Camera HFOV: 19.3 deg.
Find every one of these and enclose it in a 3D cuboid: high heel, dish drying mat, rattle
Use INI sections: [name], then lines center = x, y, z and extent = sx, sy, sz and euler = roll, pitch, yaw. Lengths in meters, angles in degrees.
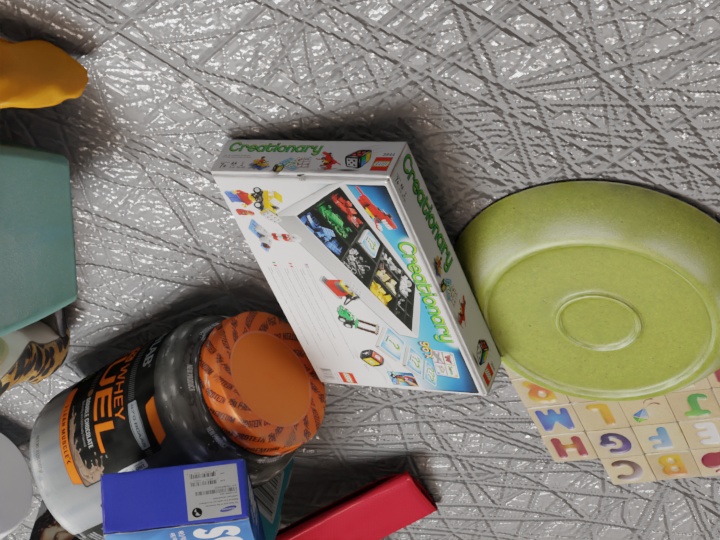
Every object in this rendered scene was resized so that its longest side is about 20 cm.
[high heel]
center = -0.254, 0.080, 1.395
extent = 0.071, 0.200, 0.143
euler = 29, 140, 11
[dish drying mat]
center = -0.043, 0.205, 1.565
extent = 0.200, 0.018, 0.077
euler = -28, 149, 5
[rattle]
center = -0.233, -0.176, 1.175
extent = 0.143, 0.130, 0.200
euler = -1, 115, -1

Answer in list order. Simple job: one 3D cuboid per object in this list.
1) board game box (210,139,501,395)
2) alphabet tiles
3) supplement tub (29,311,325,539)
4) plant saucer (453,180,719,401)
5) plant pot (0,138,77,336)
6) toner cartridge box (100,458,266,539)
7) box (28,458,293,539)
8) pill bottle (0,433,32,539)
[board game box]
center = 0.000, 0.000, 1.330
extent = 0.126, 0.035, 0.200
euler = 3, 138, 29
[alphabet tiles]
center = 0.190, 0.084, 1.436
extent = 0.166, 0.006, 0.200
euler = -8, 138, 23
[supplement tub]
center = -0.125, 0.107, 1.451
extent = 0.122, 0.123, 0.200
euler = 36, 135, -28
[plant saucer]
center = 0.152, 0.024, 1.344
extent = 0.200, 0.031, 0.200
euler = 8, 140, 7
[plant pot]
center = -0.280, -0.019, 1.270
extent = 0.200, 0.141, 0.141
euler = -7, -168, -27
[toner cartridge box]
center = -0.113, 0.183, 1.420
extent = 0.095, 0.043, 0.200
euler = -5, 156, 1
[box]
center = -0.151, 0.177, 1.578
extent = 0.200, 0.082, 0.049
euler = -15, 134, 29
[pill bottle]
center = -0.339, 0.195, 1.618
extent = 0.120, 0.120, 0.200
euler = 32, 138, -24
